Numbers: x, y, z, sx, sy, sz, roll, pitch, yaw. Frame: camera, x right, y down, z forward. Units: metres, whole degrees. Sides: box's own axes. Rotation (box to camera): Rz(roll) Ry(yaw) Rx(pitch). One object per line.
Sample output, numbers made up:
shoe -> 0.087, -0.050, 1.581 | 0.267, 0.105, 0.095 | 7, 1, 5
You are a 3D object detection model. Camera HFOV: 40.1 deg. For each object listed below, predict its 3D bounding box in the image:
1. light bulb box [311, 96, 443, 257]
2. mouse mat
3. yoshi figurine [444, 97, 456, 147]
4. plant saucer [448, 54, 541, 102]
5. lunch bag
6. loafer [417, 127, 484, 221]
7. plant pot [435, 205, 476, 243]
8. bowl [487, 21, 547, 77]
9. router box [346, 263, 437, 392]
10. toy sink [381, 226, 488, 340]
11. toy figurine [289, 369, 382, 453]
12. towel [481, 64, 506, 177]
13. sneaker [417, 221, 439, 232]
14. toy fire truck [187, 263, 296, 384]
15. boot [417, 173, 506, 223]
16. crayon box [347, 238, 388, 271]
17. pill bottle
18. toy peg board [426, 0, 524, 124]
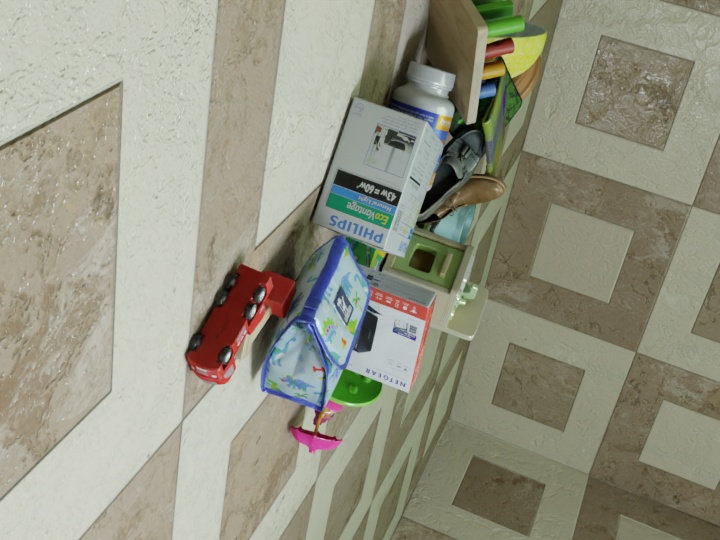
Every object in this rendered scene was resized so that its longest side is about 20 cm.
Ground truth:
light bulb box -> 0.032, -0.139, 1.545 | 0.198, 0.123, 0.203 | 14, 96, -78
mouse mat -> 0.232, -0.290, 1.827 | 0.162, 0.008, 0.200 | -52, 152, 0
yoshi figurine -> 0.115, -0.236, 1.822 | 0.112, 0.111, 0.202 | 33, 79, -60
plant saucer -> 0.257, -0.401, 1.952 | 0.032, 0.198, 0.203 | 46, 63, -57
lunch bag -> -0.062, 0.073, 1.424 | 0.202, 0.126, 0.171 | 99, 9, -48
loafer -> 0.157, -0.168, 1.761 | 0.201, 0.072, 0.063 | -51, -174, 2
plant pot -> 0.171, -0.115, 2.130 | 0.200, 0.132, 0.203 | 20, 90, -77
bowl -> 0.247, -0.406, 1.863 | 0.200, 0.197, 0.109 | -47, 145, -59
router box -> 0.013, 0.086, 1.619 | 0.049, 0.197, 0.182 | -54, 159, -52
toy sink -> 0.142, 0.018, 1.810 | 0.113, 0.197, 0.131 | 104, 9, -50
toy figurine -> -0.059, 0.228, 1.747 | 0.201, 0.148, 0.186 | -77, -170, -56
towel -> 0.241, -0.255, 1.786 | 0.201, 0.022, 0.145 | 76, 27, -59
sneaker -> 0.115, -0.103, 1.995 | 0.074, 0.080, 0.202 | -45, 162, -49
toy fire truck -> -0.149, 0.068, 1.262 | 0.142, 0.048, 0.202 | 89, 25, -60
boot -> 0.175, -0.127, 1.824 | 0.074, 0.197, 0.076 | 52, 42, -40
crayon box -> 0.000, 0.000, 1.754 | 0.119, 0.058, 0.203 | 34, 75, -76
pill bottle -> 0.097, -0.248, 1.688 | 0.112, 0.111, 0.203 | -27, 135, -71
toy peg board -> 0.196, -0.395, 1.676 | 0.201, 0.096, 0.202 | 91, -18, -50
